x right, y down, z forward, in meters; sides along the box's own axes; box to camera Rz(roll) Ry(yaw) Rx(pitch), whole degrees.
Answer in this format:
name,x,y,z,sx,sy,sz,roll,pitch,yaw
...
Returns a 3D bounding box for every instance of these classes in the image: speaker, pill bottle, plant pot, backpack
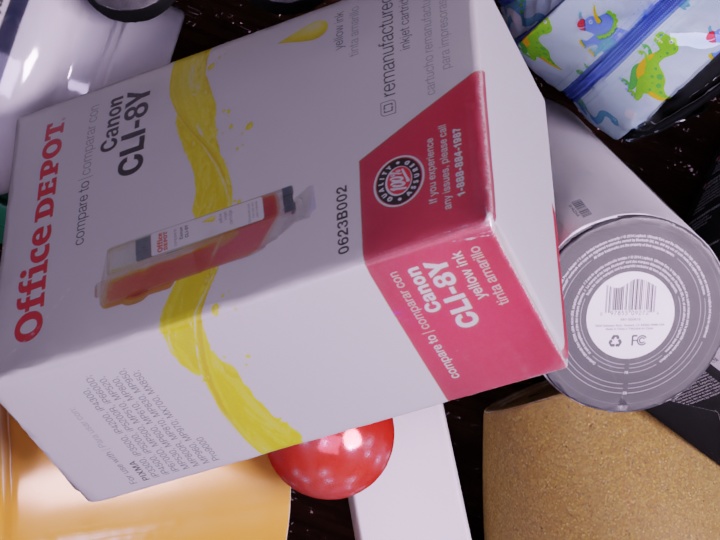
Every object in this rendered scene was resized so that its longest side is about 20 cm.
name,x,y,z,sx,sy,sz,roll,pitch,yaw
speaker,0.086,-0.013,0.881,0.080,0.200,0.082,-2,108,-8
pill bottle,-0.181,-0.099,0.889,0.198,0.116,0.117,20,102,-8
plant pot,-0.133,0.083,0.911,0.182,0.200,0.202,-2,105,-18
plant pot,0.131,0.142,0.950,0.185,0.186,0.202,-20,90,2
backpack,0.150,-0.148,0.883,0.153,0.163,0.201,30,108,-1

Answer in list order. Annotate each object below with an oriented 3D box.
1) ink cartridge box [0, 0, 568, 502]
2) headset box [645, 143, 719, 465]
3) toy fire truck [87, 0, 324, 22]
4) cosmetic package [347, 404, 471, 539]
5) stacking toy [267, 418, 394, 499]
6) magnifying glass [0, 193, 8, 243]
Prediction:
name,x,y,z,sx,sy,sz,roll,pitch,yaw
ink cartridge box,-0.032,-0.014,0.785,0.198,0.146,0.084,-18,135,17
headset box,0.204,-0.030,0.877,0.075,0.148,0.201,35,60,-12
toy fire truck,-0.040,-0.209,0.803,0.174,0.129,0.202,-3,84,-2
cosmetic package,0.025,0.126,0.928,0.050,0.083,0.202,-10,73,-1
stacking toy,0.000,0.000,0.890,0.085,0.085,0.202,9,67,-5
magnifying glass,-0.174,-0.031,0.935,0.198,0.080,0.023,15,99,4
